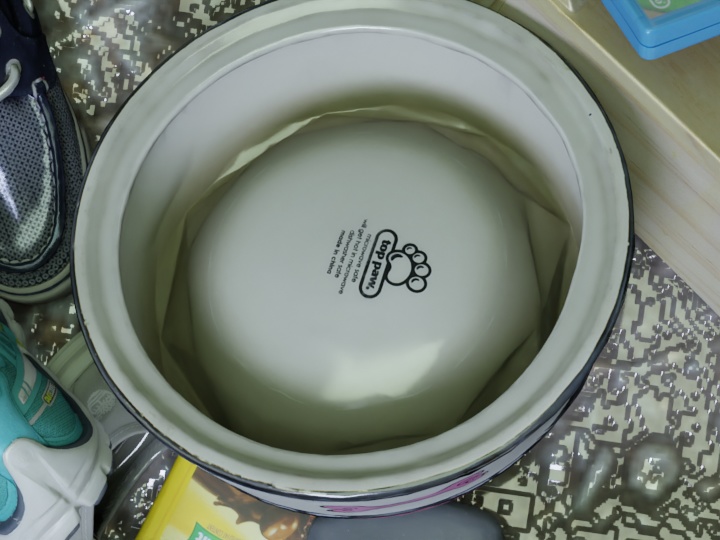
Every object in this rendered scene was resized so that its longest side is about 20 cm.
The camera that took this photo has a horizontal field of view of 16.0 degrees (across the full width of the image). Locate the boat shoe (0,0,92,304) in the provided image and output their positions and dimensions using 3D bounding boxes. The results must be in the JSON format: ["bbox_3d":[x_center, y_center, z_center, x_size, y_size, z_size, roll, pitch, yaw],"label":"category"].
[{"bbox_3d":[-0.157,-0.084,0.963,0.075,0.093,0.200,-23,83,3],"label":"boat shoe"}]

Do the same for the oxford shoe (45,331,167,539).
[{"bbox_3d":[-0.135,0.113,0.954,0.058,0.075,0.200,36,84,10],"label":"oxford shoe"}]

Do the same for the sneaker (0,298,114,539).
[{"bbox_3d":[-0.159,0.030,0.922,0.078,0.080,0.200,-50,39,-11],"label":"sneaker"}]

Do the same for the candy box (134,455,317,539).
[{"bbox_3d":[0.009,0.135,0.962,0.200,0.026,0.102,27,89,7],"label":"candy box"}]

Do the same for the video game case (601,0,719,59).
[{"bbox_3d":[0.157,-0.159,0.905,0.200,0.018,0.143,-21,54,-11],"label":"video game case"}]

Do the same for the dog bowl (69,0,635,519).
[{"bbox_3d":[0.000,0.000,0.928,0.200,0.074,0.200,-3,65,6],"label":"dog bowl"}]

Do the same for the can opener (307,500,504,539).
[{"bbox_3d":[0.078,0.116,0.920,0.200,0.053,0.067,3,80,3],"label":"can opener"}]

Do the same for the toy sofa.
[{"bbox_3d":[0.136,-0.059,0.947,0.200,0.098,0.083,44,58,7],"label":"toy sofa"}]
